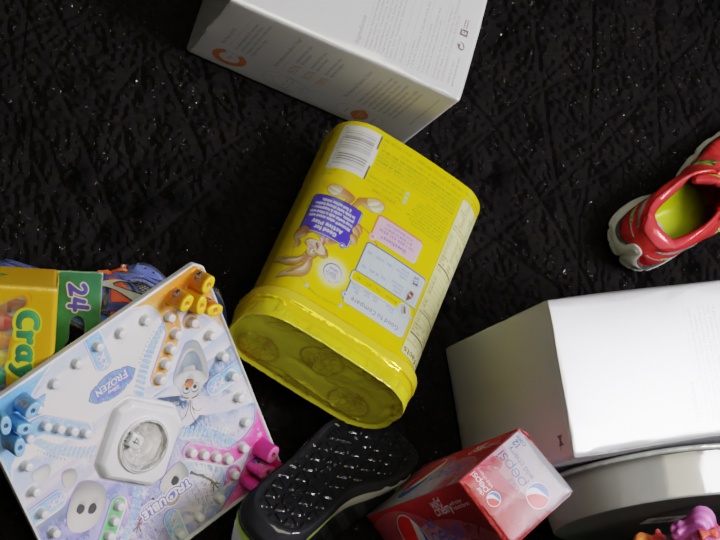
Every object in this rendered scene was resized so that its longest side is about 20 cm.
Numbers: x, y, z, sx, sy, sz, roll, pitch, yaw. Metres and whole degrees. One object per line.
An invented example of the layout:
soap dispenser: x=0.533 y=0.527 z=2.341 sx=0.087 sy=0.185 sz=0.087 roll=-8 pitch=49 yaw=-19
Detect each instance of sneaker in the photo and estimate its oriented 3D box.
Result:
sneaker: x=-0.189 y=0.028 z=1.543 sx=0.199 sy=0.075 sz=0.079 roll=19 pitch=60 yaw=-22
sneaker: x=0.301 y=-0.064 z=1.735 sx=0.200 sy=0.085 sz=0.077 roll=-38 pitch=93 yaw=-24
sneaker: x=-0.038 y=0.175 z=1.564 sx=0.072 sy=0.083 sz=0.199 roll=46 pitch=40 yaw=19

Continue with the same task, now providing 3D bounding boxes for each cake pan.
cake pan: x=0.232 y=0.175 z=1.587 sx=0.198 sy=0.200 sz=0.037 roll=-1 pitch=72 yaw=-21

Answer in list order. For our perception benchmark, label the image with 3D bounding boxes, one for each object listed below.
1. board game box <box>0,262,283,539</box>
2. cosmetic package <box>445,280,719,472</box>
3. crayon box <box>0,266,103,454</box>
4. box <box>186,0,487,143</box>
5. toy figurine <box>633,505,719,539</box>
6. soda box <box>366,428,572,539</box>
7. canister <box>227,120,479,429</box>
board game box: x=-0.157 y=0.128 z=1.490 sx=0.199 sy=0.026 sz=0.201 roll=-36 pitch=125 yaw=-25
cosmetic package: x=0.199 y=0.088 z=1.597 sx=0.198 sy=0.199 sz=0.124 roll=-7 pitch=80 yaw=-22
crayon box: x=-0.285 y=0.061 z=1.453 sx=0.198 sy=0.052 sz=0.127 roll=3 pitch=106 yaw=-9
box: x=-0.019 y=-0.196 z=1.623 sx=0.199 sy=0.124 sz=0.098 roll=22 pitch=70 yaw=-15
toy figurine: x=0.255 y=0.246 z=1.564 sx=0.200 sy=0.184 sz=0.150 roll=40 pitch=27 yaw=-4
soda box: x=0.077 y=0.176 z=1.529 sx=0.070 sy=0.200 sz=0.064 roll=-38 pitch=91 yaw=-24
canister: x=0.000 y=0.000 z=1.588 sx=0.148 sy=0.087 sz=0.201 roll=32 pitch=57 yaw=-12
